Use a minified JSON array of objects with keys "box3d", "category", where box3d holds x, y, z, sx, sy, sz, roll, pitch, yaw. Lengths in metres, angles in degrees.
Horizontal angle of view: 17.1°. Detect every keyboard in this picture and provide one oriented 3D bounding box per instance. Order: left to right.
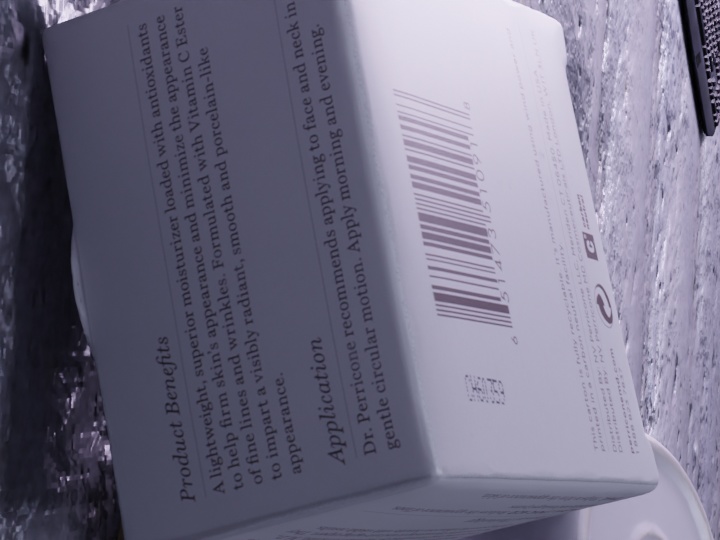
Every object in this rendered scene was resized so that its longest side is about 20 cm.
[{"box3d":[0.310,-0.215,2.064,0.200,0.040,0.104,72,28,-49],"category":"keyboard"}]

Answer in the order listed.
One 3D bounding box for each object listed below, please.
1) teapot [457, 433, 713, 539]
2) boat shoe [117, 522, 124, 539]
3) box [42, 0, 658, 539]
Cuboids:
[{"box3d":[0.102,0.179,1.327,0.200,0.146,0.198,30,55,-48],"category":"teapot"},{"box3d":[-0.070,0.184,0.953,0.065,0.072,0.201,-9,109,-34],"category":"boat shoe"},{"box3d":[0.000,0.000,0.899,0.200,0.130,0.200,10,67,-61],"category":"box"}]
